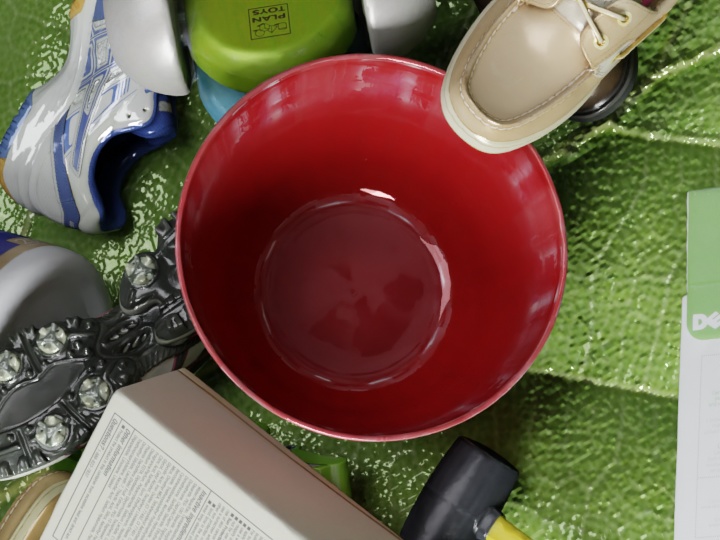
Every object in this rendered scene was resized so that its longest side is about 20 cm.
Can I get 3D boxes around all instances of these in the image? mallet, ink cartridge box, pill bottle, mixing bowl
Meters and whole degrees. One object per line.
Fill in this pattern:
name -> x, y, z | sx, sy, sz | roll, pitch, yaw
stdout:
mallet -> 0.100, 0.164, 1.427 | 0.200, 0.041, 0.066 | 42, 97, 32
ink cartridge box -> 0.211, 0.059, 1.373 | 0.103, 0.059, 0.201 | -7, 70, 31
pill bottle -> -0.250, 0.025, 1.653 | 0.199, 0.116, 0.116 | 15, 82, 35
mixing bowl -> 0.000, 0.000, 1.478 | 0.199, 0.108, 0.202 | 2, 75, -6

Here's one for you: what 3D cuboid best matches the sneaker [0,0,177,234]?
sneaker -> -0.131, -0.115, 1.662 | 0.088, 0.075, 0.201 | 29, 97, 25

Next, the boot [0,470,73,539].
boot -> -0.224, 0.160, 1.598 | 0.156, 0.072, 0.201 | 48, 125, 38

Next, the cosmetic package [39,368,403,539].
cosmetic package -> -0.056, 0.151, 1.460 | 0.200, 0.073, 0.104 | 37, 113, 18

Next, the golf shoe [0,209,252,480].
golf shoe -> -0.133, 0.056, 1.558 | 0.200, 0.088, 0.077 | -37, 62, -2

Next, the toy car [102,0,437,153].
toy car -> -0.047, -0.146, 1.555 | 0.174, 0.151, 0.201 | -9, 43, 1

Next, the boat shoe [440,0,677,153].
boat shoe -> 0.118, -0.142, 1.447 | 0.074, 0.069, 0.200 | 42, 69, 4

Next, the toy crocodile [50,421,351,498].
toy crocodile -> -0.090, 0.116, 1.554 | 0.199, 0.062, 0.068 | -4, 103, 30

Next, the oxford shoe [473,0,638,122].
oxford shoe -> 0.079, -0.160, 1.523 | 0.073, 0.084, 0.201 | -40, 58, 13
